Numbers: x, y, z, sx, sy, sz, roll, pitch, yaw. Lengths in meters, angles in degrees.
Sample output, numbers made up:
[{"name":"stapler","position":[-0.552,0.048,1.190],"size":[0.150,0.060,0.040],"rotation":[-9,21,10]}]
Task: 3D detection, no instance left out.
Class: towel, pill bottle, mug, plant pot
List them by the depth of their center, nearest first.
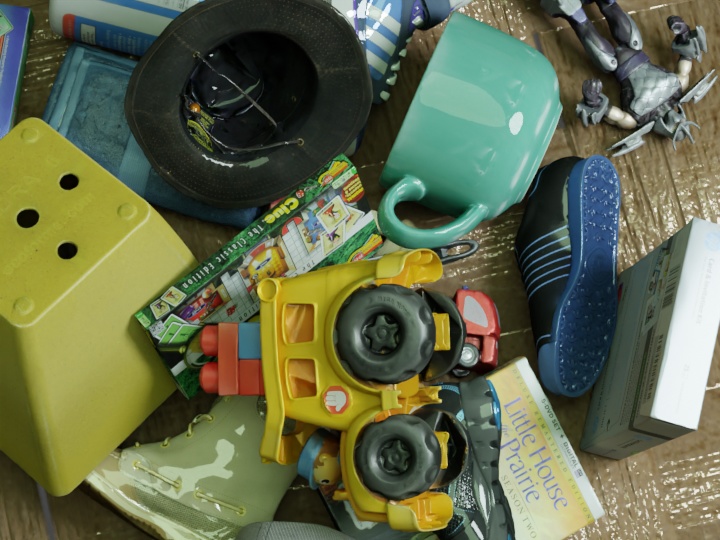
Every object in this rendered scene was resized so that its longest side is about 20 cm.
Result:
[{"name":"plant pot","position":[-0.237,0.009,1.423],"size":[0.199,0.177,0.200],"rotation":[37,66,21]},{"name":"mug","position":[0.089,-0.103,1.529],"size":[0.113,0.152,0.187],"rotation":[23,98,0]},{"name":"pill bottle","position":[-0.149,-0.227,1.558],"size":[0.198,0.112,0.113],"rotation":[14,76,-2]},{"name":"towel","position":[-0.164,-0.110,1.562],"size":[0.198,0.049,0.113],"rotation":[18,77,0]}]

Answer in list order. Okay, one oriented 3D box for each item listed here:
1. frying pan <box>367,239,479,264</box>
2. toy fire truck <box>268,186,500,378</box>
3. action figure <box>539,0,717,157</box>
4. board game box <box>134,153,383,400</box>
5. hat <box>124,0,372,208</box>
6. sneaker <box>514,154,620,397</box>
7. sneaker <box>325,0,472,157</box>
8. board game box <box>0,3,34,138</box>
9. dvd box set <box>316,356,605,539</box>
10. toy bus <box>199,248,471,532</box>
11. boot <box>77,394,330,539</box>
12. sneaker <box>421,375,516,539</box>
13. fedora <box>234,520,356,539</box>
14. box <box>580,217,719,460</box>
[{"name":"frying pan","position":[-0.004,0.017,1.503],"size":[0.188,0.031,0.116],"rotation":[7,77,2]},{"name":"toy fire truck","position":[0.019,0.008,1.544],"size":[0.198,0.049,0.143],"rotation":[5,76,-2]},{"name":"action figure","position":[0.220,-0.185,1.597],"size":[0.130,0.069,0.201],"rotation":[-35,84,-16]},{"name":"board game box","position":[-0.073,0.006,1.433],"size":[0.200,0.105,0.023],"rotation":[-39,57,-11]},{"name":"hat","position":[-0.088,-0.151,1.494],"size":[0.198,0.202,0.081],"rotation":[-1,34,-4]},{"name":"sneaker","position":[0.163,0.006,1.542],"size":[0.070,0.078,0.202],"rotation":[20,73,-37]},{"name":"sneaker","position":[0.034,-0.197,1.568],"size":[0.145,0.080,0.202],"rotation":[-7,106,-21]},{"name":"board game box","position":[-0.354,-0.130,1.564],"size":[0.133,0.029,0.202],"rotation":[7,76,-1]},{"name":"dvd box set","position":[0.078,0.179,1.504],"size":[0.199,0.029,0.147],"rotation":[-27,91,-10]},{"name":"toy bus","position":[-0.022,0.092,1.385],"size":[0.190,0.136,0.202],"rotation":[-5,87,14]},{"name":"boot","position":[-0.139,0.133,1.491],"size":[0.199,0.073,0.156],"rotation":[32,77,2]},{"name":"sneaker","position":[0.076,0.186,1.461],"size":[0.081,0.073,0.202],"rotation":[-7,84,9]},{"name":"fedora","position":[-0.040,0.253,1.426],"size":[0.176,0.200,0.091],"rotation":[-13,47,34]},{"name":"box","position":[0.229,0.059,1.467],"size":[0.041,0.200,0.157],"rotation":[16,76,-6]}]
